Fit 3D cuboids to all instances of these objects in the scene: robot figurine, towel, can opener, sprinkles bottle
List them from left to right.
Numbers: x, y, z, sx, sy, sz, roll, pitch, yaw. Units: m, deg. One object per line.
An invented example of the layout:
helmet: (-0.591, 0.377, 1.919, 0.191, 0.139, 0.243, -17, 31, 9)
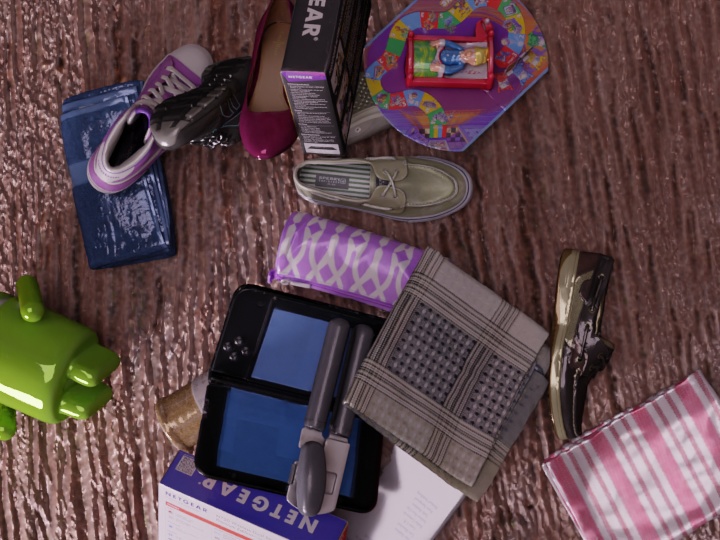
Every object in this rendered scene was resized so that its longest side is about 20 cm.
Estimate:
robot figurine: (-0.373, 0.096, 1.614, 0.198, 0.116, 0.177, 22, 114, 10)
towel: (-0.275, -0.106, 1.631, 0.111, 0.049, 0.202, -12, 88, 12)
sprinkles bottle: (-0.128, 0.124, 1.590, 0.199, 0.068, 0.069, -31, 84, 9)
can opener: (-0.027, 0.149, 1.459, 0.053, 0.067, 0.202, 15, 83, -12)
towel: (0.100, 0.109, 1.491, 0.199, 0.034, 0.194, 37, 72, -21)
towel: (0.309, 0.216, 1.525, 0.199, 0.030, 0.147, -31, 85, 9)

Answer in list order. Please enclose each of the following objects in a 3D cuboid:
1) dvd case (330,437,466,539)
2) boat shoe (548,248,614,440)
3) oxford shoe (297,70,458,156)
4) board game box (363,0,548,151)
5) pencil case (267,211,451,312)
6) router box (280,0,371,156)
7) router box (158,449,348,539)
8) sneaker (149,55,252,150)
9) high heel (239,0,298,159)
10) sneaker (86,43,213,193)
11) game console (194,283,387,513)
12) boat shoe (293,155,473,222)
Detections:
dvd case: (0.026, 0.249, 1.585, 0.142, 0.018, 0.201, 37, 97, 8)
boat shoe: (0.234, 0.078, 1.517, 0.064, 0.073, 0.202, 2, 90, 16)
oxford shoe: (0.020, -0.180, 1.572, 0.198, 0.058, 0.076, -22, 58, -3)
board game box: (0.101, -0.230, 1.529, 0.200, 0.039, 0.158, -43, 81, -11)
pencil case: (0.000, 0.000, 1.556, 0.198, 0.084, 0.086, 15, 58, 12)
router box: (-0.032, -0.243, 1.495, 0.050, 0.150, 0.202, 5, 63, 9)
router box: (-0.118, 0.296, 1.542, 0.198, 0.049, 0.180, 22, 139, 10)
sneaker: (-0.154, -0.163, 1.537, 0.075, 0.200, 0.080, -2, 116, 26)
high heel: (-0.096, -0.205, 1.516, 0.067, 0.201, 0.097, -2, 132, 2)
sneaker: (-0.214, -0.172, 1.558, 0.072, 0.114, 0.201, 35, 72, -8)
game console: (-0.056, 0.131, 1.497, 0.198, 0.119, 0.174, 15, 114, -12)
boat shoe: (0.022, -0.089, 1.564, 0.198, 0.062, 0.073, 1, 90, 10)
